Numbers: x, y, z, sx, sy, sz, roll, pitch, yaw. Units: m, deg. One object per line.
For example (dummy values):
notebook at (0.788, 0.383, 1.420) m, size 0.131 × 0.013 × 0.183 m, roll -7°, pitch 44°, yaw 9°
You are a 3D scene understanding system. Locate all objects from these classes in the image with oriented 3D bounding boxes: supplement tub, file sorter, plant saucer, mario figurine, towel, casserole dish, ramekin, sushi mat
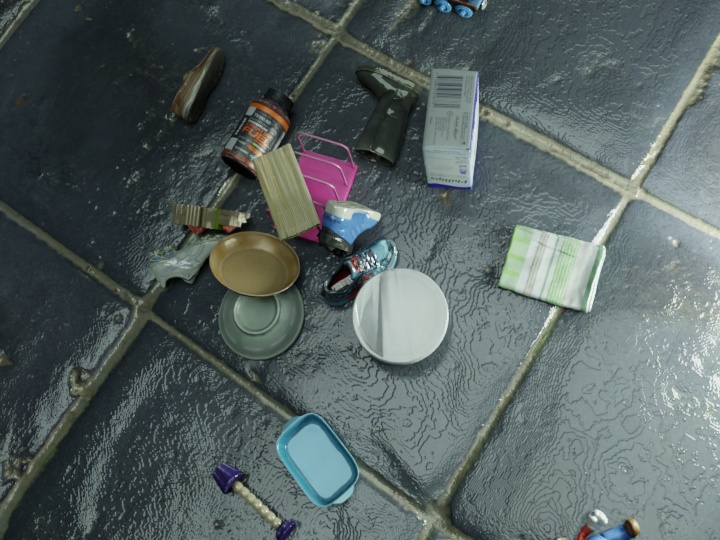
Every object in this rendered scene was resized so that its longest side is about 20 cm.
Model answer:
supplement tub at (-0.233, -0.319, 1.833) m, size 0.106 × 0.107 × 0.202 m, roll 25°, pitch 79°, yaw 16°
file sorter at (-0.110, -0.184, 1.759) m, size 0.137 × 0.126 × 0.203 m, roll 17°, pitch 76°, yaw 14°
plant saucer at (-0.222, 0.093, 1.733) m, size 0.197 × 0.050 × 0.203 m, roll -3°, pitch 73°, yaw 10°
mario figurine at (0.427, 0.525, 1.454) m, size 0.197 × 0.107 × 0.124 m, roll -16°, pitch 36°, yaw -3°
towel at (0.402, -0.008, 1.667) m, size 0.197 × 0.031 × 0.151 m, roll 16°, pitch 76°, yaw 14°
casserole dish at (-0.086, 0.388, 1.624) m, size 0.121 × 0.039 × 0.200 m, roll -40°, pitch 70°, yaw -4°
ramekin at (0.085, 0.103, 1.653) m, size 0.199 × 0.094 × 0.206 m, roll -3°, pitch 73°, yaw 8°
sushi mat at (-0.160, -0.167, 1.689) m, size 0.095 × 0.012 × 0.202 m, roll -23°, pitch 74°, yaw 5°
plant saucer at (-0.232, -0.006, 1.733) m, size 0.197 × 0.036 × 0.202 m, roll 8°, pitch 43°, yaw -7°

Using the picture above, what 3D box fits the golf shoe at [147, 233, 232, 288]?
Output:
golf shoe at (-0.377, -0.023, 1.797) m, size 0.197 × 0.078 × 0.099 m, roll -17°, pitch 96°, yaw 4°

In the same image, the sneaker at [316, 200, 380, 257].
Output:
sneaker at (-0.028, -0.086, 1.699) m, size 0.076 × 0.199 × 0.113 m, roll 23°, pitch 102°, yaw 21°

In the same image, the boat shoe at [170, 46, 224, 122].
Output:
boat shoe at (-0.398, -0.459, 1.923) m, size 0.071 × 0.076 × 0.202 m, roll 22°, pitch 76°, yaw 17°

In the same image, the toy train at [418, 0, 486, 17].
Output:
toy train at (0.203, -0.668, 1.861) m, size 0.198 × 0.114 × 0.088 m, roll 24°, pitch 78°, yaw 16°

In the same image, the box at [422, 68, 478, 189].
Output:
box at (0.197, -0.299, 1.702) m, size 0.103 × 0.200 × 0.187 m, roll 5°, pitch 74°, yaw 10°

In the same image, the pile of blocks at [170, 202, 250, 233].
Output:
pile of blocks at (-0.347, -0.112, 1.813) m, size 0.197 × 0.082 × 0.063 m, roll 9°, pitch 93°, yaw 22°

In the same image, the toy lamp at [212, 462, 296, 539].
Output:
toy lamp at (-0.221, 0.468, 1.613) m, size 0.199 × 0.058 × 0.058 m, roll 36°, pitch 82°, yaw 19°

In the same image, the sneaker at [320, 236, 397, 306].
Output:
sneaker at (0.000, 0.000, 1.699) m, size 0.200 × 0.096 × 0.079 m, roll -41°, pitch 74°, yaw -4°

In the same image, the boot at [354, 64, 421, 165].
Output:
boot at (0.034, -0.357, 1.826) m, size 0.180 × 0.073 × 0.202 m, roll 23°, pitch 85°, yaw 18°
